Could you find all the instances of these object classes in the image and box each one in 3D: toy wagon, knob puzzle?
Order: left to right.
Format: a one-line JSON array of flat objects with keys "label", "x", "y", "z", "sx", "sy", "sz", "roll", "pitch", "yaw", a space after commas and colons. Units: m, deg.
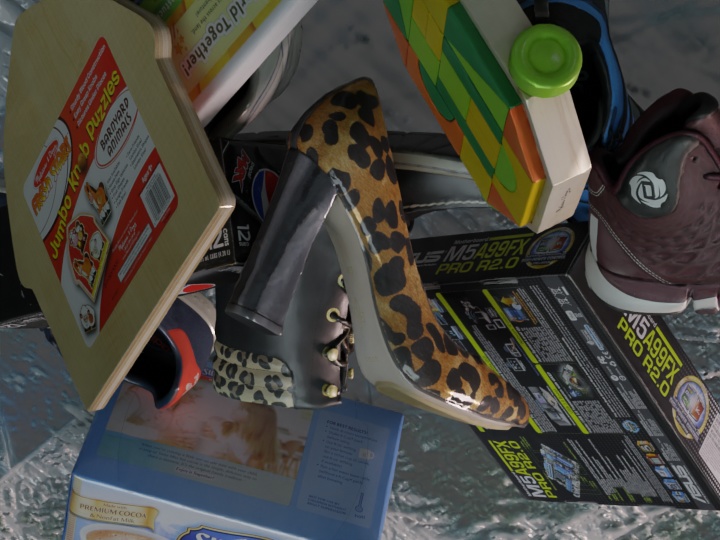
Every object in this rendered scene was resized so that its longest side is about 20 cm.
[{"label": "knob puzzle", "x": -0.134, "y": -0.058, "z": 0.882, "sx": 0.030, "sy": 0.221, "sz": 0.220, "roll": -6, "pitch": 144, "yaw": -38}, {"label": "toy wagon", "x": 0.050, "y": -0.116, "z": 0.834, "sx": 0.039, "sy": 0.201, "sz": 0.155, "roll": -27, "pitch": 164, "yaw": -11}]

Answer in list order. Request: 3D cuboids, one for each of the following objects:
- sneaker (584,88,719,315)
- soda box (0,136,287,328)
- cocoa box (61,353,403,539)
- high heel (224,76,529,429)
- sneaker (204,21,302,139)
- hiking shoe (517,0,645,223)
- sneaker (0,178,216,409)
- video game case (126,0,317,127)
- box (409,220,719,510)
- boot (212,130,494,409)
[{"label": "sneaker", "x": 0.202, "y": -0.036, "z": 0.832, "sx": 0.198, "sy": 0.076, "sz": 0.116, "roll": -2, "pitch": 126, "yaw": 19}, {"label": "soda box", "x": -0.127, "y": -0.018, "z": 0.943, "sx": 0.199, "sy": 0.071, "sz": 0.063, "roll": -13, "pitch": 170, "yaw": 35}, {"label": "cocoa box", "x": -0.085, "y": 0.155, "z": 1.110, "sx": 0.198, "sy": 0.134, "sz": 0.132, "roll": 15, "pitch": 130, "yaw": -1}, {"label": "high heel", "x": 0.036, "y": -0.004, "z": 0.896, "sx": 0.199, "sy": 0.144, "sz": 0.071, "roll": 28, "pitch": 169, "yaw": -29}, {"label": "sneaker", "x": -0.055, "y": -0.150, "z": 0.881, "sx": 0.074, "sy": 0.087, "sz": 0.201, "roll": 13, "pitch": 130, "yaw": 4}, {"label": "hiking shoe", "x": 0.114, "y": -0.075, "z": 0.904, "sx": 0.074, "sy": 0.087, "sz": 0.201, "roll": -11, "pitch": 126, "yaw": 21}, {"label": "sneaker", "x": -0.183, "y": 0.018, "z": 1.050, "sx": 0.199, "sy": 0.085, "sz": 0.075, "roll": 28, "pitch": 130, "yaw": -10}, {"label": "video game case", "x": -0.078, "y": -0.195, "z": 0.812, "sx": 0.200, "sy": 0.023, "sz": 0.183, "roll": -41, "pitch": 75, "yaw": 42}, {"label": "box", "x": 0.118, "y": 0.061, "z": 1.008, "sx": 0.159, "sy": 0.044, "sz": 0.200, "roll": -5, "pitch": 131, "yaw": 47}, {"label": "boot", "x": 0.000, "y": 0.000, "z": 0.963, "sx": 0.202, "sy": 0.073, "sz": 0.155, "roll": 3, "pitch": 101, "yaw": 19}]
